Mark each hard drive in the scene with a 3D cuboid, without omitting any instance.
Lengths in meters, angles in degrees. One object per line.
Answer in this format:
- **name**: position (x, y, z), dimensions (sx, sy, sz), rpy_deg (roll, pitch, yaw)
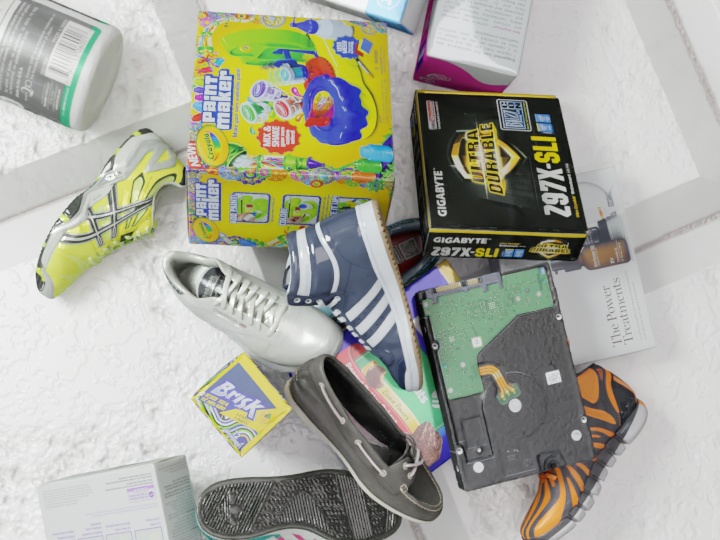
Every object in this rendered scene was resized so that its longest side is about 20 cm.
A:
- **hard drive**: position (0.142, 0.103, 1.057), dimensions (0.139, 0.038, 0.201), rpy_deg (-13, 86, -8)

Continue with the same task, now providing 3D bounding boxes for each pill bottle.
- **pill bottle**: position (-0.350, -0.227, 1.069), dimensions (0.199, 0.113, 0.114), rpy_deg (23, 82, -4)

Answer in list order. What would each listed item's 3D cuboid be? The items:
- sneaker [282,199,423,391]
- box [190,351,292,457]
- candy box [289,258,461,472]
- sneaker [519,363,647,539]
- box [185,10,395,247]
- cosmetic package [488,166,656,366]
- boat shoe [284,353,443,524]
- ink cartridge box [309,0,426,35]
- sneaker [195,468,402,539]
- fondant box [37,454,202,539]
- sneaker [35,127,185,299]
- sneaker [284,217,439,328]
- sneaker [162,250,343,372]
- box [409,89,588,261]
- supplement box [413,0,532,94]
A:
- **sneaker**: position (-0.009, 0.037, 1.013), dimensions (0.108, 0.070, 0.201), rpy_deg (-16, 115, 3)
- **box**: position (-0.114, 0.123, 1.020), dimensions (0.064, 0.200, 0.070), rpy_deg (-41, 91, -9)
- **candy box**: position (0.053, 0.115, 1.103), dimensions (0.200, 0.077, 0.169), rpy_deg (-36, 90, -9)
- **sneaker**: position (0.204, 0.182, 1.112), dimensions (0.112, 0.078, 0.200), rpy_deg (42, 70, -11)
- **box**: position (-0.071, -0.136, 1.054), dimensions (0.191, 0.122, 0.201), rpy_deg (2, 57, -6)
- **cosmetic package**: position (0.219, 0.002, 1.148), dimensions (0.150, 0.052, 0.201), rpy_deg (-12, 86, -5)
- **boat shoe**: position (0.013, 0.161, 1.014), dimensions (0.200, 0.067, 0.057), rpy_deg (44, 124, -4)
- **ink cartridge box**: position (-0.023, -0.331, 1.100), dimensions (0.199, 0.067, 0.116), rpy_deg (21, 99, 15)
- **sneaker**: position (-0.067, 0.245, 1.056), dimensions (0.199, 0.121, 0.084), rpy_deg (5, 72, -12)
- **fondant box**: position (-0.223, 0.291, 1.033), dimensions (0.144, 0.058, 0.201), rpy_deg (-13, 85, 24)
- **sneaker**: position (-0.253, -0.049, 1.084), dimensions (0.076, 0.075, 0.200), rpy_deg (37, 83, -2)
- **sneaker**: position (0.000, 0.000, 1.098), dimensions (0.200, 0.096, 0.080), rpy_deg (-34, 89, -9)
- **sneaker**: position (-0.110, 0.039, 1.054), dimensions (0.199, 0.081, 0.077), rpy_deg (21, 71, 22)
- **box**: position (0.137, -0.100, 1.097), dimensions (0.159, 0.049, 0.201), rpy_deg (3, 51, -6)
- **supplement box**: position (0.129, -0.299, 1.139), dimensions (0.103, 0.101, 0.201), rpy_deg (11, 83, -5)
